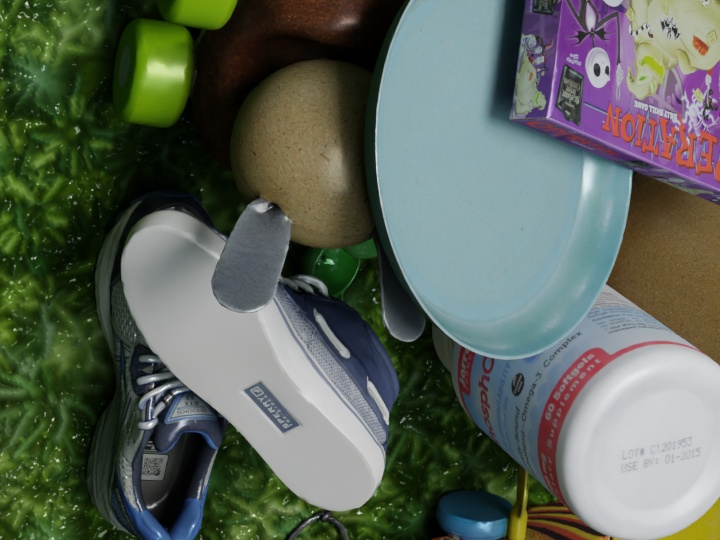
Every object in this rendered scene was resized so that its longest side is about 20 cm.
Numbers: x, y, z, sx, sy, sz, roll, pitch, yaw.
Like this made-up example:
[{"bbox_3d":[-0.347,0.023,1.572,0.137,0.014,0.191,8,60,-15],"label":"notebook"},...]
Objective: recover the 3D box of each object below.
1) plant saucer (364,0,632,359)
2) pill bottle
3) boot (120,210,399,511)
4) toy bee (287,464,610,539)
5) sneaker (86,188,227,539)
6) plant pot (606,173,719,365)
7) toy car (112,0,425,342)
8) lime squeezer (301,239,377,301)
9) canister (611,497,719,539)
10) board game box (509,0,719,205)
[{"bbox_3d":[0.065,-0.058,1.048,0.199,0.027,0.202,-2,93,-48],"label":"plant saucer"},{"bbox_3d":[0.116,0.060,1.190,0.108,0.200,0.110,-8,112,-21],"label":"pill bottle"},{"bbox_3d":[-0.050,0.029,1.132,0.072,0.091,0.201,-20,121,26],"label":"boot"},{"bbox_3d":[0.073,0.186,1.272,0.199,0.109,0.132,-24,118,-15],"label":"toy bee"},{"bbox_3d":[-0.098,0.058,1.159,0.076,0.085,0.202,-4,110,-23],"label":"sneaker"},{"bbox_3d":[0.246,0.044,1.245,0.185,0.200,0.188,-9,113,-22],"label":"plant pot"},{"bbox_3d":[-0.025,-0.054,1.065,0.163,0.202,0.158,8,145,-21],"label":"toy car"},{"bbox_3d":[0.000,0.000,1.177,0.037,0.071,0.200,-5,150,-29],"label":"lime squeezer"},{"bbox_3d":[0.269,0.173,1.317,0.199,0.148,0.087,15,82,-37],"label":"canister"},{"bbox_3d":[0.152,-0.110,1.107,0.199,0.032,0.121,16,83,-47],"label":"board game box"}]
